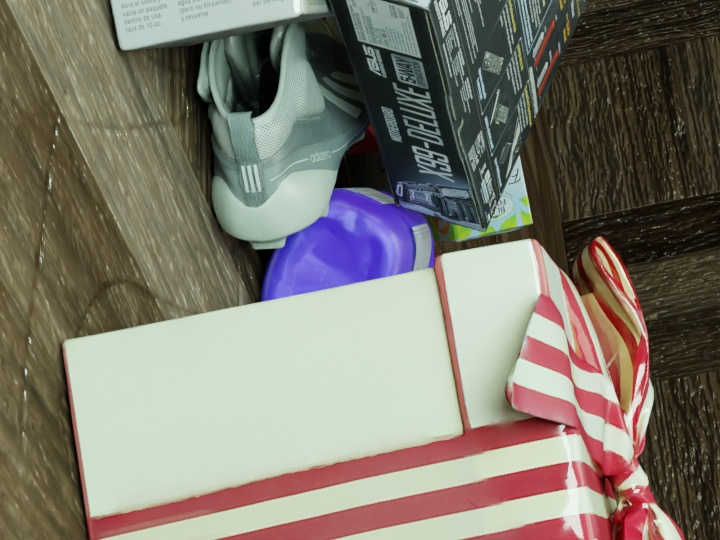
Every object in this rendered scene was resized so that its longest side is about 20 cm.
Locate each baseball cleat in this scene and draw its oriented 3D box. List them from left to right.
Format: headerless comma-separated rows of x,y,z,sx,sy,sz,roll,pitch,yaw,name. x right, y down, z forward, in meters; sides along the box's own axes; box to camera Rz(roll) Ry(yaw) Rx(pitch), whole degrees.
-0.032,-0.091,1.066,0.200,0.070,0.107,-86,171,-62,baseball cleat

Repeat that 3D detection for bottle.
0.000,0.000,1.156,0.200,0.065,0.084,-20,132,-81,bottle

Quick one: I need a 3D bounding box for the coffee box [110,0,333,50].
-0.070,-0.195,0.933,0.113,0.080,0.201,-44,123,-80,coffee box

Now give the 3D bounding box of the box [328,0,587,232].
0.052,-0.133,1.023,0.200,0.050,0.158,68,43,-62,box

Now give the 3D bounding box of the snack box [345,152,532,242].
0.034,-0.091,1.350,0.200,0.053,0.143,-175,-109,-75,snack box

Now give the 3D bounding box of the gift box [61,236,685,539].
0.016,0.095,0.776,0.200,0.186,0.185,16,63,-82,gift box

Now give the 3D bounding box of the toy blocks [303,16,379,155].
0.016,-0.140,1.176,0.137,0.100,0.200,58,-34,39,toy blocks
